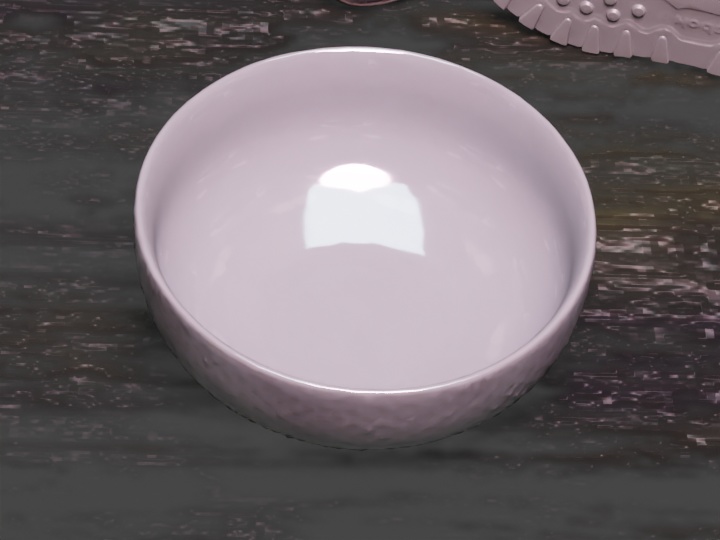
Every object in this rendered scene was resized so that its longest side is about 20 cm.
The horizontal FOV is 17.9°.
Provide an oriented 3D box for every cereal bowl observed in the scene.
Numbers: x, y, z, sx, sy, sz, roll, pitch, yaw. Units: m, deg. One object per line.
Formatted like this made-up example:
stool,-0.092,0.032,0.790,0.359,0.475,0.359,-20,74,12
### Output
cereal bowl,0.000,0.000,0.984,0.199,0.084,0.201,3,47,-3

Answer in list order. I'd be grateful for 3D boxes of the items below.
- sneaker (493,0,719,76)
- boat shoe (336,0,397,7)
sneaker,0.146,-0.156,1.146,0.199,0.077,0.081,19,50,-2
boat shoe,0.061,-0.199,1.174,0.199,0.073,0.075,-27,56,-26
